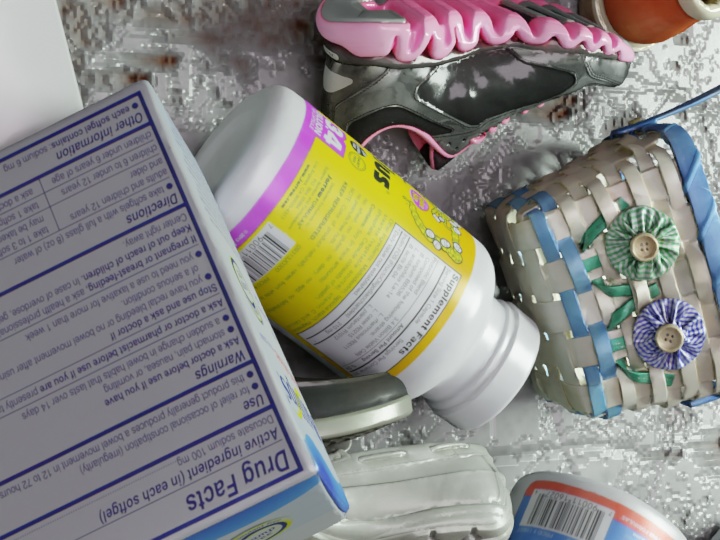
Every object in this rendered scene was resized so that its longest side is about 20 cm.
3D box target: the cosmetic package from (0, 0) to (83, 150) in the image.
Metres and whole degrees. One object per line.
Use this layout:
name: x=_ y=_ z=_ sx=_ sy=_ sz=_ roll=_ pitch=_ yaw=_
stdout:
cosmetic package: x=-0.200 y=-0.144 z=0.834 sx=0.084 sy=0.107 sz=0.202 roll=-15 pitch=94 yaw=-24

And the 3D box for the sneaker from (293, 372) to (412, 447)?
sneaker: x=-0.074 y=0.040 z=0.873 sx=0.198 sy=0.075 sz=0.107 roll=-4 pitch=80 yaw=-10

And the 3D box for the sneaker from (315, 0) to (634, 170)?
sneaker: x=0.062 y=-0.105 z=0.986 sx=0.198 sy=0.079 sz=0.096 roll=-2 pitch=112 yaw=-24

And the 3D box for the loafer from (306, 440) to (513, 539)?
loafer: x=-0.017 y=0.123 z=0.927 sx=0.198 sy=0.070 sz=0.070 roll=2 pitch=49 yaw=-19

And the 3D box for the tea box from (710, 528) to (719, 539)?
tea box: x=0.244 y=0.290 z=1.020 sx=0.200 sy=0.133 sz=0.197 roll=-44 pitch=107 yaw=-19

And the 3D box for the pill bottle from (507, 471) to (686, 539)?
pill bottle: x=0.098 y=0.221 z=0.949 sx=0.112 sy=0.112 sz=0.201 roll=36 pitch=66 yaw=-20

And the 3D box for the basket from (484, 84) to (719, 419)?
basket: x=0.185 y=-0.004 z=0.994 sx=0.198 sy=0.139 sz=0.178 roll=-22 pitch=98 yaw=-14

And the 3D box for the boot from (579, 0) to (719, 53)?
boot: x=0.216 y=-0.218 z=1.031 sx=0.075 sy=0.107 sz=0.201 roll=34 pitch=74 yaw=-19

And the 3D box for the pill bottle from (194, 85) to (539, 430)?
pill bottle: x=0.000 y=0.000 z=0.927 sx=0.199 sy=0.104 sz=0.105 roll=38 pitch=74 yaw=-20

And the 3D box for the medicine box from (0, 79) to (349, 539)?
medicine box: x=-0.129 y=0.052 z=0.783 sx=0.181 sy=0.103 sz=0.201 roll=-25 pitch=72 yaw=0
